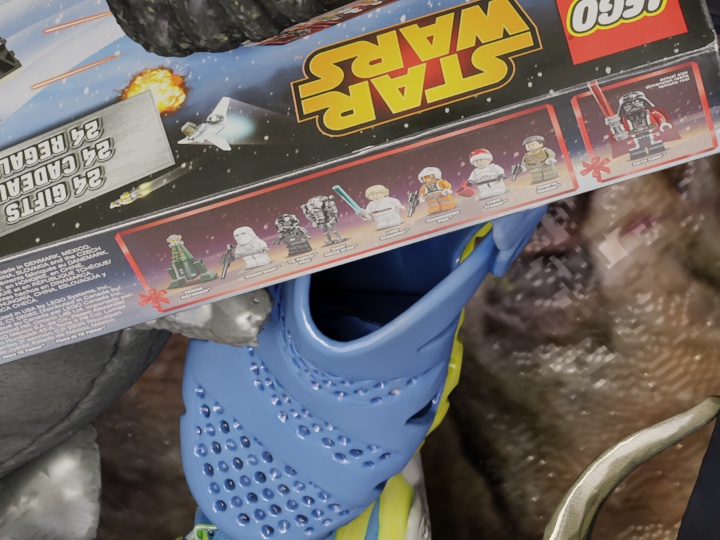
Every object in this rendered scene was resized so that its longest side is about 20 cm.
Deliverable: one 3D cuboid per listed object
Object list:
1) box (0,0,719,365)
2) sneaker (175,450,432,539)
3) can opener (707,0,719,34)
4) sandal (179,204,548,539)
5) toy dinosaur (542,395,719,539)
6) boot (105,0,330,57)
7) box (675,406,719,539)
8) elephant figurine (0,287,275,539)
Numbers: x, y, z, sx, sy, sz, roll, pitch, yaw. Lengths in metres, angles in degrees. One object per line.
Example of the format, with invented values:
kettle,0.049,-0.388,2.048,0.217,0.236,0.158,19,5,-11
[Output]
box,-0.023,-0.062,0.620,0.200,0.137,0.040,-16,142,7
sneaker,-0.030,0.095,0.812,0.105,0.076,0.200,-6,121,-1
can opener,0.107,-0.089,0.729,0.200,0.079,0.063,13,118,-25
sandal,0.000,0.000,0.685,0.079,0.087,0.200,29,122,5
toy dinosaur,0.039,0.121,0.787,0.088,0.047,0.200,5,114,-50
boot,-0.087,-0.104,0.549,0.211,0.080,0.158,-12,150,19
box,0.212,0.074,0.775,0.196,0.117,0.200,0,122,-23
elephant figurine,-0.133,0.038,0.733,0.141,0.155,0.200,19,111,-17
